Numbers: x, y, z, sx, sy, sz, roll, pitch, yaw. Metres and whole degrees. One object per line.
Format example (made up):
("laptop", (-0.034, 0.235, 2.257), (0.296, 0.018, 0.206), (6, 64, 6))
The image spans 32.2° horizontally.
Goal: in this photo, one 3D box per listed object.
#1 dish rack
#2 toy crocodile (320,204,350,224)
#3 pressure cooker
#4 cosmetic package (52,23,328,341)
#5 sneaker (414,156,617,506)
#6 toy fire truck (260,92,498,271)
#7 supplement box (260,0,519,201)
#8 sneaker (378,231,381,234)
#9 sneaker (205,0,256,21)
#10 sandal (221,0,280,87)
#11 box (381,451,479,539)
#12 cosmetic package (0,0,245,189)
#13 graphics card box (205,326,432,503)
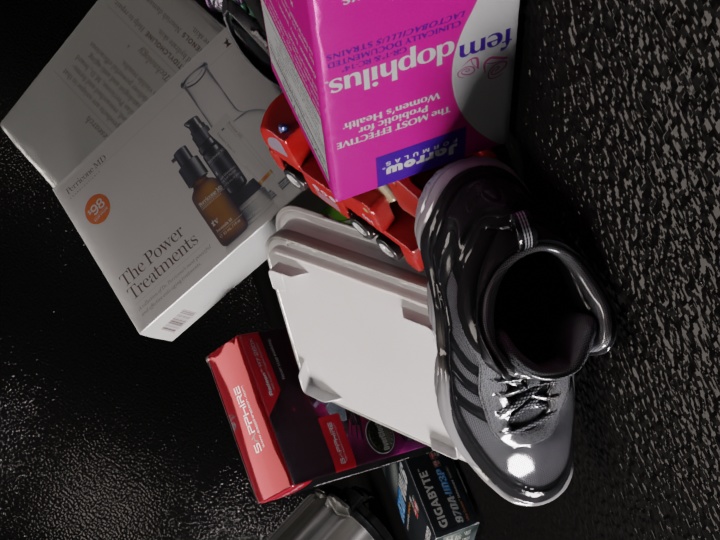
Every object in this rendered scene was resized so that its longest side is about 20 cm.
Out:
("dish rack", (0.014, 0.052, 0.862), (0.200, 0.044, 0.172), (19, 135, 37))
("toy crocodile", (-0.055, -0.054, 1.017), (0.062, 0.068, 0.200), (39, 159, -25))
("pressure cooker", (-0.042, 0.426, 1.909), (0.179, 0.200, 0.176), (50, 153, -9))
("cosmetic package", (-0.123, -0.067, 0.960), (0.151, 0.200, 0.052), (55, -167, 24))
("sneaker", (0.081, 0.049, 0.625), (0.114, 0.075, 0.201), (-125, 20, -68))
("toy fire truck", (0.005, -0.067, 0.756), (0.200, 0.049, 0.141), (38, 167, 30))
("supplement box", (0.009, -0.139, 0.577), (0.200, 0.101, 0.104), (84, 164, -60))
("sneaker", (0.000, 0.000, 0.988), (0.075, 0.084, 0.200), (63, 171, 4))
("sneaker", (-0.075, -0.216, 0.997), (0.200, 0.087, 0.075), (-133, 24, -70))
("sandal", (-0.050, -0.145, 0.857), (0.200, 0.043, 0.076), (57, 168, -17))
("box", (0.060, 0.208, 1.222), (0.200, 0.046, 0.159), (89, 160, -64))
("cosmetic package", (-0.169, -0.135, 1.110), (0.166, 0.200, 0.167), (44, -171, 24))
("graphics card box", (-0.016, 0.103, 1.006), (0.051, 0.200, 0.126), (-35, 70, 42))
